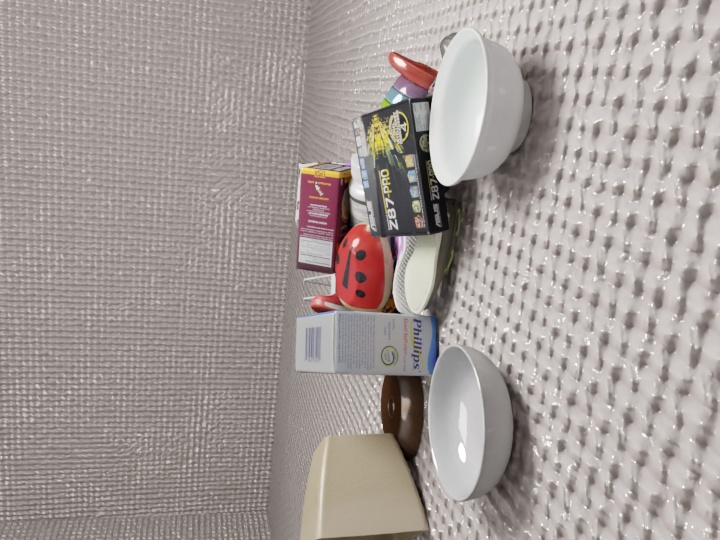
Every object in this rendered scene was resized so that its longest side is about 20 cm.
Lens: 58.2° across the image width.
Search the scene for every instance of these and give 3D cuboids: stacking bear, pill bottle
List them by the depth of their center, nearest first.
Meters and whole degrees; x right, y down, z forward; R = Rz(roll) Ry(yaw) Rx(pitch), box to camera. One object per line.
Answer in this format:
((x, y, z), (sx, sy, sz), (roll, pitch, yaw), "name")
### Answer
((0.072, -0.247, 1.107), (0.114, 0.121, 0.201), (43, 117, 34), "stacking bear")
((0.034, -0.127, 1.263), (0.114, 0.112, 0.202), (-107, 12, -55), "pill bottle")

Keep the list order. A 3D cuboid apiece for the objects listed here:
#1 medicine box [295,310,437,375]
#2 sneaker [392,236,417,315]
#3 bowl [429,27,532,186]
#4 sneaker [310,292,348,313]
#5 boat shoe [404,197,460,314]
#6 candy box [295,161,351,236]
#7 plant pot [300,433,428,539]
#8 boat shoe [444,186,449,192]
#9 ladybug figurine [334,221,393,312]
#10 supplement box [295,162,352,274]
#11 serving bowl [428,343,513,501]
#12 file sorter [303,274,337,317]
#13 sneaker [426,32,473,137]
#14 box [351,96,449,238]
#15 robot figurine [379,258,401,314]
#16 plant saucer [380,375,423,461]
((0.007, 0.132, 1.143), (0.182, 0.198, 0.104), (164, 109, -63), "medicine box")
((0.093, -0.011, 1.180), (0.114, 0.072, 0.203), (125, 155, -74), "sneaker")
((0.164, -0.209, 0.854), (0.201, 0.089, 0.204), (-178, 90, -77), "bowl")
((-0.028, 0.045, 1.429), (0.078, 0.199, 0.117), (-3, 78, 40), "sneaker")
((0.121, -0.022, 1.065), (0.072, 0.060, 0.204), (38, 127, 47), "boat shoe")
((-0.040, -0.155, 1.431), (0.072, 0.197, 0.169), (88, -178, -56), "candy box")
((-0.006, 0.407, 1.197), (0.200, 0.197, 0.179), (115, 153, -58), "plant pot")
((0.110, -0.154, 1.121), (0.061, 0.075, 0.200), (54, -172, -8), "boat shoe")
((0.000, 0.000, 1.225), (0.135, 0.071, 0.202), (37, 134, 38), "ladybug figurine")
((-0.066, -0.106, 1.290), (0.110, 0.085, 0.202), (-35, -48, -66), "supplement box")
((0.153, 0.201, 0.864), (0.200, 0.065, 0.203), (-176, 90, -77), "serving bowl")
((-0.059, 0.071, 1.545), (0.124, 0.138, 0.203), (-9, 76, 40), "file sorter")
((0.141, -0.280, 0.981), (0.077, 0.083, 0.202), (122, 148, -63), "sneaker")
((0.061, -0.155, 1.018), (0.161, 0.049, 0.203), (3, 105, 59), "box")
((0.057, 0.059, 1.318), (0.200, 0.057, 0.147), (129, 141, -69), "robot figurine")
((0.074, 0.264, 1.256), (0.200, 0.036, 0.203), (-176, 90, -76), "plant saucer")
